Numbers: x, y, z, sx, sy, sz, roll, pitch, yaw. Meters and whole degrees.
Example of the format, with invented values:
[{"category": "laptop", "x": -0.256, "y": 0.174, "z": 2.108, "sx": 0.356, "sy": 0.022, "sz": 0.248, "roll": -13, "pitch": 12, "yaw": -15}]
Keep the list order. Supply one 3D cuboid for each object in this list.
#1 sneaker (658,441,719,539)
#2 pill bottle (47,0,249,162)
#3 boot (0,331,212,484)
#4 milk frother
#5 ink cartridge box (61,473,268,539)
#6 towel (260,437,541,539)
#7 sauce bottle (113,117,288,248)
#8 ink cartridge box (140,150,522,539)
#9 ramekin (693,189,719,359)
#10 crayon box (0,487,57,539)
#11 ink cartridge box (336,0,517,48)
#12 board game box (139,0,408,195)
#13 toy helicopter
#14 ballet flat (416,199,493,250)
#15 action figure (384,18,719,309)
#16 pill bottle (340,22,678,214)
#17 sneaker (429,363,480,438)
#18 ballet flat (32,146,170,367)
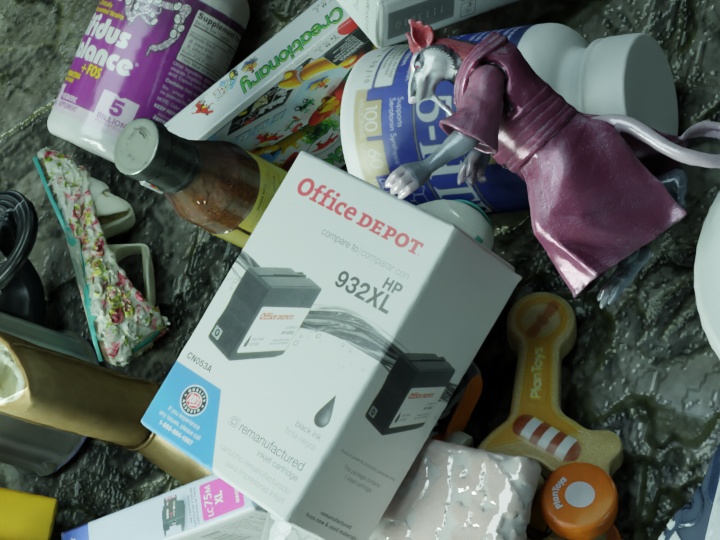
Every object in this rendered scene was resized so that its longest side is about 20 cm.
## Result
[{"category": "sneaker", "x": 0.178, "y": 0.186, "z": 1.188, "sx": 0.108, "sy": 0.070, "sz": 0.201, "roll": 7, "pitch": 81, "yaw": 36}, {"category": "pill bottle", "x": -0.152, "y": -0.176, "z": 1.530, "sx": 0.112, "sy": 0.112, "sz": 0.201, "roll": 22, "pitch": 88, "yaw": 39}, {"category": "boot", "x": -0.170, "y": 0.103, "z": 1.388, "sx": 0.175, "sy": 0.200, "sz": 0.066, "roll": 17, "pitch": 85, "yaw": 39}, {"category": "milk frother", "x": -0.263, "y": 0.047, "z": 1.477, "sx": 0.199, "sy": 0.188, "sz": 0.182, "roll": -2, "pitch": 73, "yaw": 40}, {"category": "ink cartridge box", "x": -0.115, "y": 0.184, "z": 1.372, "sx": 0.199, "sy": 0.119, "sz": 0.042, "roll": -26, "pitch": 63, "yaw": 27}, {"category": "towel", "x": 0.009, "y": 0.195, "z": 1.225, "sx": 0.190, "sy": 0.032, "sz": 0.201, "roll": 10, "pitch": 84, "yaw": 39}, {"category": "sauce bottle", "x": -0.089, "y": -0.054, "z": 1.384, "sx": 0.066, "sy": 0.200, "sz": 0.066, "roll": -13, "pitch": 65, "yaw": 31}, {"category": "ink cartridge box", "x": -0.019, "y": 0.048, "z": 1.226, "sx": 0.145, "sy": 0.084, "sz": 0.201, "roll": 28, "pitch": 86, "yaw": 41}, {"category": "ramekin", "x": 0.290, "y": 0.004, "z": 1.151, "sx": 0.200, "sy": 0.098, "sz": 0.202, "roll": -13, "pitch": 66, "yaw": 33}, {"category": "crayon box", "x": -0.281, "y": 0.180, "z": 1.426, "sx": 0.200, "sy": 0.126, "sz": 0.051, "roll": 133, "pitch": 149, "yaw": -75}, {"category": "ink cartridge box", "x": 0.054, "y": -0.245, "z": 1.370, "sx": 0.199, "sy": 0.044, "sz": 0.174, "roll": -21, "pitch": 50, "yaw": -21}, {"category": "board game box", "x": -0.049, "y": -0.109, "z": 1.421, "sx": 0.200, "sy": 0.126, "sz": 0.035, "roll": -36, "pitch": 56, "yaw": 21}, {"category": "toy helicopter", "x": 0.100, "y": 0.101, "z": 1.263, "sx": 0.131, "sy": 0.079, "sz": 0.201, "roll": 0, "pitch": 55, "yaw": 11}, {"category": "ballet flat", "x": 0.000, "y": 0.000, "z": 1.334, "sx": 0.199, "sy": 0.069, "sz": 0.070, "roll": -14, "pitch": 66, "yaw": 42}, {"category": "action figure", "x": 0.104, "y": -0.081, "z": 1.170, "sx": 0.200, "sy": 0.134, "sz": 0.149, "roll": 45, "pitch": 111, "yaw": -6}, {"category": "pill bottle", "x": 0.099, "y": -0.098, "z": 1.311, "sx": 0.199, "sy": 0.120, "sz": 0.120, "roll": -5, "pitch": 71, "yaw": 31}, {"category": "sneaker", "x": 0.033, "y": 0.118, "z": 1.309, "sx": 0.108, "sy": 0.070, "sz": 0.201, "roll": -34, "pitch": 54, "yaw": 25}, {"category": "ballet flat", "x": -0.197, "y": -0.016, "z": 1.547, "sx": 0.064, "sy": 0.076, "sz": 0.201, "roll": -20, "pitch": 63, "yaw": -5}]
